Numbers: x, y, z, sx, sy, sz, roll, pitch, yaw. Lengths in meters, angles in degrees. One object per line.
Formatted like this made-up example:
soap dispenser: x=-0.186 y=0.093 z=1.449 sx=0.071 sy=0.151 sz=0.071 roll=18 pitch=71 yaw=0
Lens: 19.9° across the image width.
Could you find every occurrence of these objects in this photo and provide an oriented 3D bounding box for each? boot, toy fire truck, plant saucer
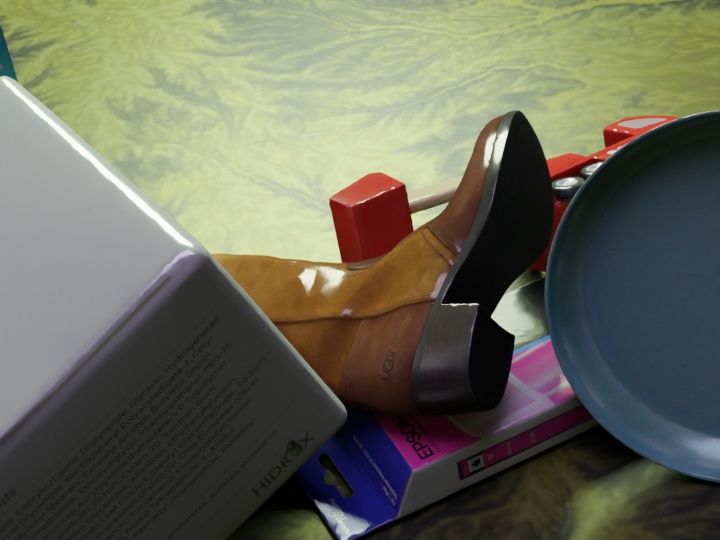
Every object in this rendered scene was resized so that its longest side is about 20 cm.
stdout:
boot: x=0.000 y=0.000 z=1.132 sx=0.200 sy=0.068 sz=0.188 roll=-3 pitch=64 yaw=33
toy fire truck: x=0.098 y=-0.045 z=1.213 sx=0.200 sy=0.049 sz=0.141 roll=-25 pitch=25 yaw=-31
plant saucer: x=0.195 y=0.012 z=1.045 sx=0.200 sy=0.200 sz=0.027 roll=1 pitch=19 yaw=12

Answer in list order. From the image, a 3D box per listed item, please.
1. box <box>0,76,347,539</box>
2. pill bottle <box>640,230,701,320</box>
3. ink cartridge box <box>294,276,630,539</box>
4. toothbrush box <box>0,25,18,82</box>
box: x=-0.160 y=0.052 z=1.040 sx=0.200 sy=0.171 sz=0.199 roll=-44 pitch=49 yaw=-6
pill bottle: x=0.246 y=-0.017 z=1.107 sx=0.200 sy=0.113 sz=0.113 roll=-7 pitch=41 yaw=0
ink cartridge box: x=0.056 y=0.070 z=1.117 sx=0.200 sy=0.037 sz=0.095 roll=-25 pitch=43 yaw=-13
toothbrush box: x=-0.264 y=-0.045 z=1.186 sx=0.146 sy=0.200 sz=0.085 roll=-33 pitch=47 yaw=-25
